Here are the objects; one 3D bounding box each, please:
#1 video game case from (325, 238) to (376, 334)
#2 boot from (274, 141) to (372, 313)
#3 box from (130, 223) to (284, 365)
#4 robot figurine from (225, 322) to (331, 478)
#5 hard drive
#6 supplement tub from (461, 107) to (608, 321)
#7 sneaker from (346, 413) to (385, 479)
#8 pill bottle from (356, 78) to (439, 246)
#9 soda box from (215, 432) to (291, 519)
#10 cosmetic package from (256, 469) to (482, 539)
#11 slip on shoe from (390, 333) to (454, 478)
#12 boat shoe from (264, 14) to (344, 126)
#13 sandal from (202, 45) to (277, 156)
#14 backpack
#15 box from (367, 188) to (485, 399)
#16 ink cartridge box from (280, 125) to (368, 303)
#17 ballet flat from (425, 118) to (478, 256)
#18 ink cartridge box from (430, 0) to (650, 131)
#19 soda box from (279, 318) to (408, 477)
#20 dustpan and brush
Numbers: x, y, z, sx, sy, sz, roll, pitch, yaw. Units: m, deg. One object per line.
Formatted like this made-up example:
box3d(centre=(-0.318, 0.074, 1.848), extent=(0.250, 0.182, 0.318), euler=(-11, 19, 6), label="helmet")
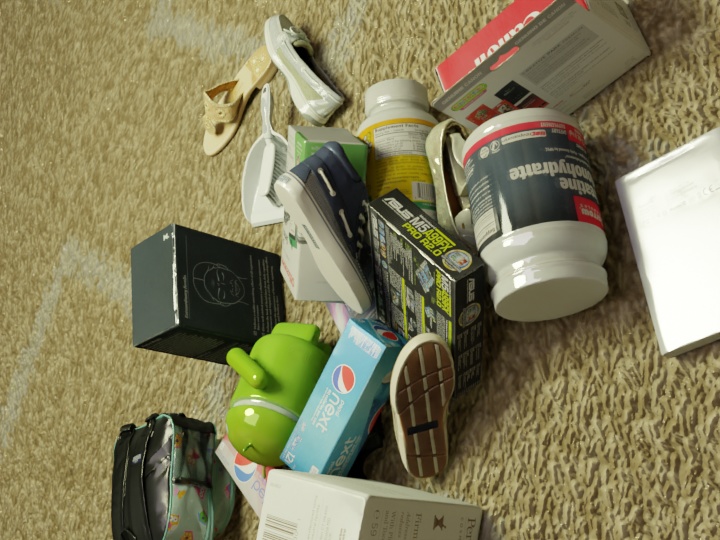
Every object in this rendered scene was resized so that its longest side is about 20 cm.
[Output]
box3d(centre=(0.000, 0.000, 1.390), extent=(0.143, 0.019, 0.201), euler=(-49, 50, 23), label="video game case")
box3d(centre=(-0.016, -0.049, 1.215), extent=(0.090, 0.201, 0.073), euler=(-39, 31, -18), label="boot")
box3d(centre=(-0.214, 0.040, 1.461), extent=(0.106, 0.199, 0.150), euler=(-24, 62, 37), label="box")
box3d(centre=(-0.105, 0.165, 1.350), extent=(0.114, 0.176, 0.202), euler=(3, 54, 24), label="robot figurine")
box3d(centre=(0.342, -0.029, 1.050), extent=(0.131, 0.025, 0.202), euler=(-28, 59, 37), label="hard drive")
box3d(centre=(0.191, -0.060, 1.128), extent=(0.140, 0.140, 0.202), euler=(-26, 61, 37), label="supplement tub")
box3d(centre=(-0.003, 0.183, 1.310), extent=(0.090, 0.075, 0.203), euler=(17, 99, 40), label="sneaker")
box3d(centre=(0.051, -0.135, 1.310), extent=(0.112, 0.112, 0.203), euler=(-20, 65, 40), label="pill bottle")
box3d(centre=(-0.117, 0.284, 1.390), extent=(0.200, 0.063, 0.070), euler=(44, 109, 43), label="soda box")
box3d(centre=(0.004, 0.325, 1.158), extent=(0.165, 0.199, 0.170), euler=(2, 79, 45), label="cosmetic package")
box3d(centre=(0.070, 0.148, 1.192), extent=(0.061, 0.075, 0.202), euler=(-110, 11, -55), label="slip on shoe")
box3d(centre=(-0.083, -0.306, 1.528), extent=(0.065, 0.074, 0.203), euler=(-37, 58, 24), label="boat shoe")
box3d(centre=(-0.217, -0.281, 1.652), extent=(0.212, 0.069, 0.078), euler=(-48, 49, 24), label="sandal")
box3d(centre=(-0.270, 0.322, 1.467), extent=(0.175, 0.152, 0.202), euler=(-23, 53, 41), label="backpack")
box3d(centre=(0.075, 0.028, 1.189), extent=(0.160, 0.044, 0.201), euler=(43, 152, 37), label="box")
box3d(centre=(-0.049, -0.073, 1.312), extent=(0.146, 0.083, 0.203), euler=(-129, 42, -71), label="ink cartridge box")
box3d(centre=(0.122, -0.085, 1.227), extent=(0.062, 0.067, 0.202), euler=(141, 115, -66), label="ballet flat")
box3d(centre=(0.190, -0.242, 1.158), extent=(0.199, 0.175, 0.085), euler=(-36, 55, 31), label="ink cartridge box")
box3d(centre=(-0.016, 0.159, 1.239), extent=(0.064, 0.068, 0.202), euler=(36, 106, 30), label="soda box")
box3d(centre=(-0.132, -0.177, 1.543), extent=(0.139, 0.057, 0.203), euler=(-8, 73, 44), label="dustpan and brush")
